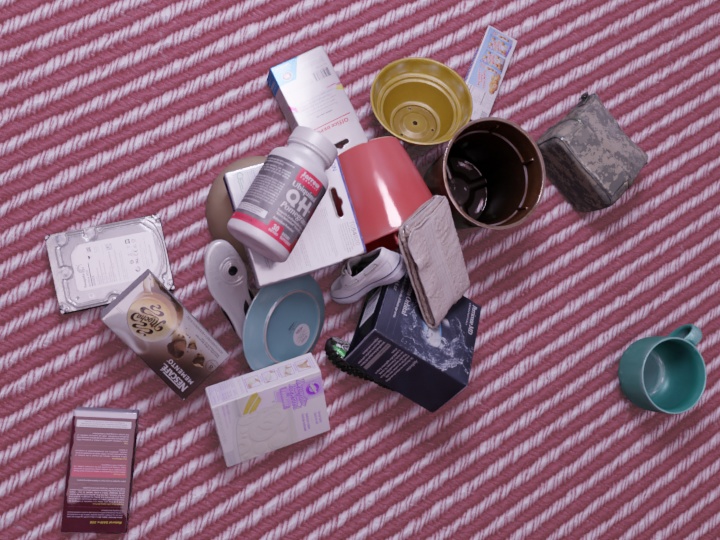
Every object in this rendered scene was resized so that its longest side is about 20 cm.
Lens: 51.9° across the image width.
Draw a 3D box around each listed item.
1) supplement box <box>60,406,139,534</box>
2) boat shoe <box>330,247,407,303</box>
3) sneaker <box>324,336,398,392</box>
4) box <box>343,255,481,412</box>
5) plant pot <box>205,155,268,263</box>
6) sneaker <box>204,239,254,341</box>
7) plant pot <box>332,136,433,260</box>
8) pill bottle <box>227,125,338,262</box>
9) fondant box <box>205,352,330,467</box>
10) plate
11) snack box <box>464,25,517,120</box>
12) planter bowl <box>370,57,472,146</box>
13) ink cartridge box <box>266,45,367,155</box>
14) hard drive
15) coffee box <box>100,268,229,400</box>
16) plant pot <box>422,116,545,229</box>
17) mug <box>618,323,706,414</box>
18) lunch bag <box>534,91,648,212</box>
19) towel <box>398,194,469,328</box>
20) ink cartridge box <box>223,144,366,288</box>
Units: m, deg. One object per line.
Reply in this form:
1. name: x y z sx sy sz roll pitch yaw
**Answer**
1. supplement box: -0.442 0.340 1.264 0.107 0.061 0.203 6 83 -13
2. boat shoe: 0.000 0.000 1.338 0.067 0.199 0.074 37 49 -25
3. sneaker: 0.022 0.166 1.399 0.198 0.078 0.086 23 73 -21
4. box: 0.100 0.113 1.350 0.199 0.118 0.198 31 44 -11
5. plant pot: -0.175 -0.116 1.331 0.197 0.134 0.203 1 86 -14
6. sneaker: -0.235 0.032 1.309 0.072 0.112 0.202 -26 113 -17
7. plant pot: 0.036 -0.136 1.367 0.198 0.200 0.179 -18 82 -15
8. pill bottle: -0.118 -0.124 1.177 0.110 0.111 0.202 31 78 -10
9. fondant box: -0.161 0.247 1.312 0.198 0.058 0.146 -18 125 -16
10. plate: -0.127 0.099 1.321 0.199 0.025 0.203 -20 117 -45
11. snack box: 0.256 -0.398 1.520 0.071 0.024 0.202 24 80 -11
12. planter bowl: 0.111 -0.306 1.432 0.197 0.084 0.203 3 66 -6
13. ink cartridge box: -0.082 -0.304 1.403 0.114 0.068 0.202 -27 92 -15
14. hard drive: -0.439 -0.012 1.305 0.197 0.038 0.142 -12 88 -14
15. coffee box: -0.337 0.111 1.278 0.113 0.080 0.201 -43 108 -11
16. plant pot: 0.217 -0.165 1.403 0.197 0.198 0.203 1 85 -13
17. mug: 0.623 0.208 1.523 0.183 0.114 0.154 -17 90 -16
18. lunch bag: 0.476 -0.241 1.506 0.168 0.139 0.200 -44 98 -13
19. towel: 0.132 -0.018 1.278 0.132 0.034 0.202 -43 124 -37
20. ink cartridge box: -0.111 -0.093 1.255 0.198 0.041 0.202 -17 90 -15
